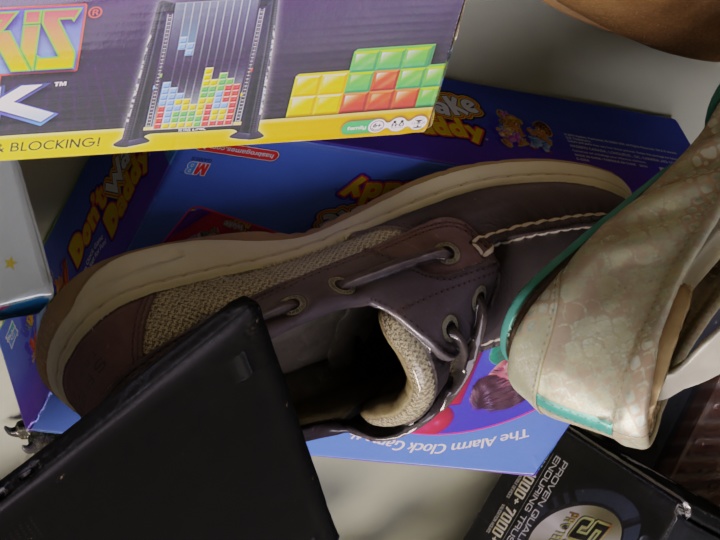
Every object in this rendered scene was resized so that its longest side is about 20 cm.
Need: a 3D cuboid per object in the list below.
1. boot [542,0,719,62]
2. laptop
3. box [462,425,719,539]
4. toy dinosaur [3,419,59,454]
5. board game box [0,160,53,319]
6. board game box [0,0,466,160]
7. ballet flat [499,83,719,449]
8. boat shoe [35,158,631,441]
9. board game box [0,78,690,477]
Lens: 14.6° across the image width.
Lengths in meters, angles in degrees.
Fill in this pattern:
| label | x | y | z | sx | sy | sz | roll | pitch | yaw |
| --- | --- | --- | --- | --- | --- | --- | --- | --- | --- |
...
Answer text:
| label | x | y | z | sx | sy | sz | roll | pitch | yaw |
| --- | --- | --- | --- | --- | --- | --- | --- | --- | --- |
| boot | 0.076 | -0.099 | 0.822 | 0.074 | 0.076 | 0.200 | -44 | 139 | 15 |
| laptop | -0.126 | 0.069 | 0.783 | 0.200 | 0.116 | 0.187 | -38 | 158 | -10 |
| box | 0.089 | 0.178 | 1.063 | 0.164 | 0.086 | 0.200 | 31 | 91 | -44 |
| toy dinosaur | -0.122 | 0.099 | 0.960 | 0.200 | 0.047 | 0.088 | -31 | 122 | -26 |
| board game box | -0.189 | 0.006 | 0.767 | 0.199 | 0.064 | 0.148 | -16 | 180 | -8 |
| board game box | -0.094 | -0.101 | 0.671 | 0.199 | 0.166 | 0.057 | -5 | 137 | -21 |
| ballet flat | 0.123 | -0.020 | 0.853 | 0.200 | 0.062 | 0.068 | -47 | 150 | -21 |
| boat shoe | 0.004 | 0.019 | 0.844 | 0.200 | 0.065 | 0.072 | -11 | 136 | -26 |
| board game box | 0.000 | 0.000 | 0.917 | 0.200 | 0.045 | 0.135 | 8 | 131 | -32 |
